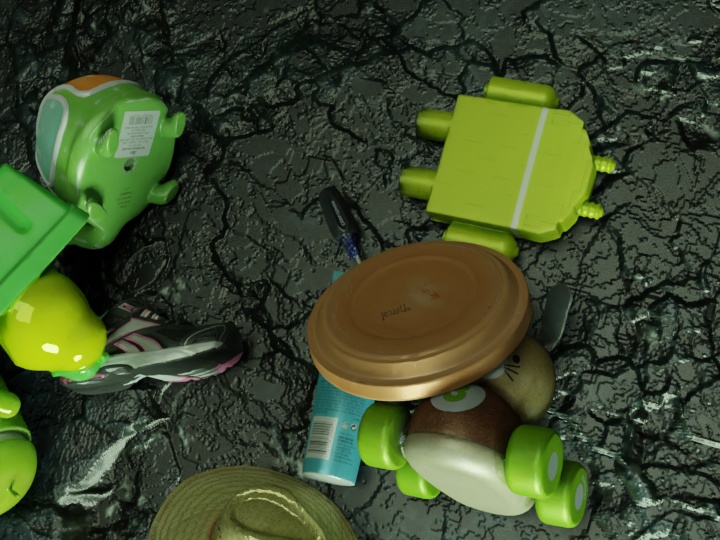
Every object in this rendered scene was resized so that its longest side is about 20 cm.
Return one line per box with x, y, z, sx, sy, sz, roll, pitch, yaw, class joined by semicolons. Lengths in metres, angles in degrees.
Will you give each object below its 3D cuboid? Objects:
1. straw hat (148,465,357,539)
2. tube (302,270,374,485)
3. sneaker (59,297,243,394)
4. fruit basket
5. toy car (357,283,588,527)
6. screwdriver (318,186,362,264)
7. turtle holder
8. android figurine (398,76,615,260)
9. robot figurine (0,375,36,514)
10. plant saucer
-0.079;0.230;0.871;0.199;0.085;0.203;12;46;-12;straw hat
-0.010;0.099;0.967;0.076;0.050;0.202;9;72;10;tube
-0.216;0.066;1.024;0.198;0.080;0.087;-9;71;15;sneaker
-0.338;0.025;0.988;0.155;0.214;0.218;-1;72;52;fruit basket
0.116;0.097;0.879;0.163;0.158;0.202;4;64;30;toy car
0.000;0.000;0.985;0.029;0.028;0.202;-3;55;-27;screwdriver
-0.271;-0.118;1.072;0.131;0.187;0.141;32;54;25;turtle holder
0.139;-0.097;0.972;0.198;0.041;0.184;11;79;21;android figurine
-0.404;0.166;1.036;0.176;0.115;0.201;-48;65;30;robot figurine
0.048;0.033;0.886;0.198;0.033;0.201;-12;34;8;plant saucer
